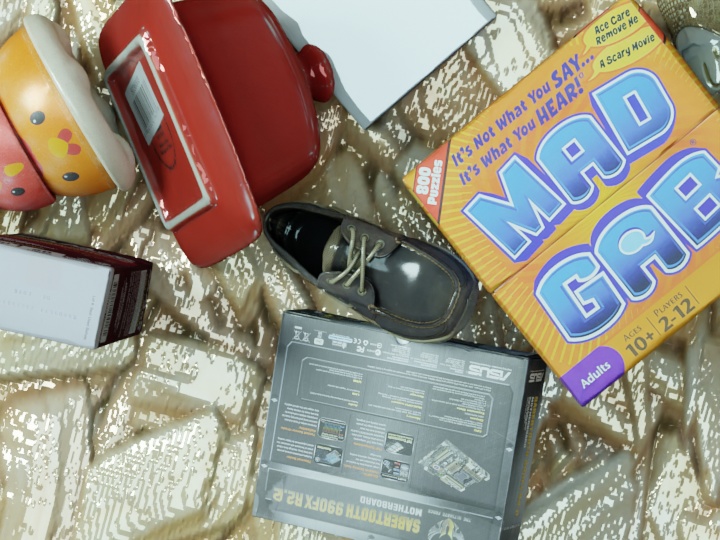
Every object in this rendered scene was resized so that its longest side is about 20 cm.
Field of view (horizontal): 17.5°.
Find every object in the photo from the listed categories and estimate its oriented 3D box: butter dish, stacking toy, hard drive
[{"bbox_3d":[-0.087,-0.122,1.707,0.147,0.200,0.201,-23,89,-20],"label":"butter dish"},{"bbox_3d":[-0.276,-0.081,1.713,0.199,0.146,0.147,-31,90,-1],"label":"stacking toy"},{"bbox_3d":[-0.011,-0.225,1.759,0.132,0.027,0.200,-40,89,4],"label":"hard drive"}]

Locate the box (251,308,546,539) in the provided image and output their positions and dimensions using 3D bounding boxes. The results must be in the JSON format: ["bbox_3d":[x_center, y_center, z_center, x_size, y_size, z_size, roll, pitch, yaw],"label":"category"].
[{"bbox_3d":[0.028,0.123,1.731,0.199,0.048,0.160,10,94,21],"label":"box"}]

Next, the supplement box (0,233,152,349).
[{"bbox_3d":[-0.219,0.013,1.693,0.108,0.200,0.061,12,92,2],"label":"supplement box"}]

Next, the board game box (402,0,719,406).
[{"bbox_3d":[0.169,-0.051,1.668,0.199,0.200,0.200,-39,90,4],"label":"board game box"}]

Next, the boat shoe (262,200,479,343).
[{"bbox_3d":[0.000,0.000,1.693,0.199,0.073,0.075,20,92,45],"label":"boat shoe"}]

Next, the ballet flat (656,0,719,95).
[{"bbox_3d":[0.285,-0.138,1.720,0.200,0.071,0.065,40,61,2],"label":"ballet flat"}]
